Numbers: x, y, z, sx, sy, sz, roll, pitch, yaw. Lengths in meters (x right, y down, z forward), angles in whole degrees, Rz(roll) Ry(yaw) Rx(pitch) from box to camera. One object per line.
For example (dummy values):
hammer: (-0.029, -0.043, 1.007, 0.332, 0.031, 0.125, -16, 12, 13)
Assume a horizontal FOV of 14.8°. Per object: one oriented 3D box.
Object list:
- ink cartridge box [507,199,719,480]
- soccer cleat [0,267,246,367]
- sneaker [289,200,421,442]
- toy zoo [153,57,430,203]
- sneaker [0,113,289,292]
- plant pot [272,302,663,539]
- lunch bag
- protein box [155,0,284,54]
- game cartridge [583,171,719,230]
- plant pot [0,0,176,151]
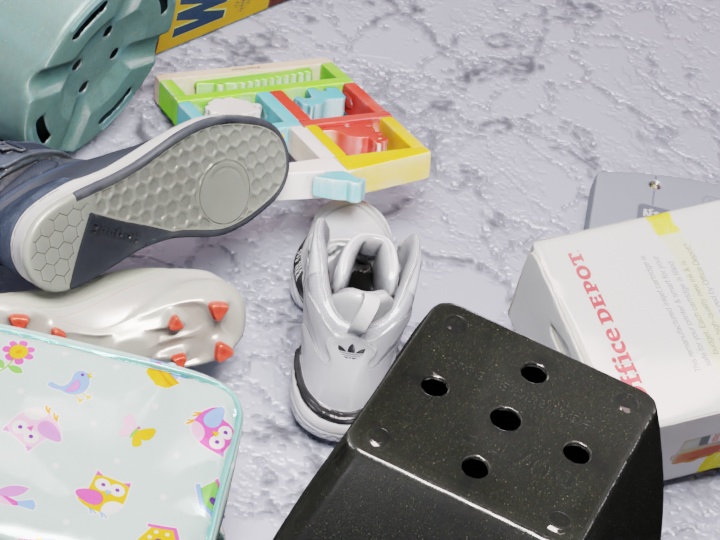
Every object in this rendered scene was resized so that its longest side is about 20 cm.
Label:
ink cartridge box: (0.209, 0.041, 1.698, 0.199, 0.084, 0.146, -12, 59, -19)
soccer cleat: (-0.167, 0.036, 1.649, 0.199, 0.070, 0.078, -6, 22, -17)
sneaker: (0.000, 0.000, 1.690, 0.075, 0.115, 0.200, 10, 41, -5)
toy zoo: (-0.041, -0.088, 1.803, 0.131, 0.021, 0.200, -8, 29, -23)
sneaker: (-0.157, -0.054, 1.693, 0.202, 0.077, 0.146, -21, 22, -32)
plant pot: (0.061, 0.142, 1.507, 0.199, 0.178, 0.200, 26, 43, 11)
lunch bag: (-0.165, 0.113, 1.535, 0.199, 0.077, 0.161, 15, 50, -1)
protein box: (-0.153, -0.273, 1.929, 0.200, 0.135, 0.198, -27, 56, -37)
game cartridge: (0.243, -0.001, 1.823, 0.199, 0.041, 0.134, 15, 45, 0)
plant pot: (-0.237, -0.183, 1.770, 0.196, 0.201, 0.200, 37, 46, 16)
